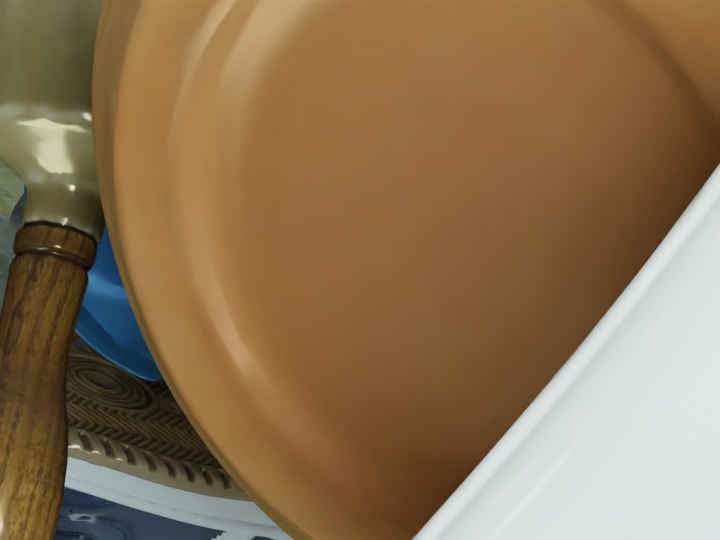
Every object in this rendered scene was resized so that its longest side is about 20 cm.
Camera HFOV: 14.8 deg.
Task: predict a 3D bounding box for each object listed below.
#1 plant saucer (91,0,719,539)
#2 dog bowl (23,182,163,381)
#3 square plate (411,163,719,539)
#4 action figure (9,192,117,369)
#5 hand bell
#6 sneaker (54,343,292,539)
[{"bbox_3d":[0.025,-0.011,0.537,0.199,0.201,0.037,24,-150,23],"label":"plant saucer"},{"bbox_3d":[0.000,0.000,0.803,0.199,0.112,0.050,29,-176,4],"label":"dog bowl"},{"bbox_3d":[0.122,0.037,0.490,0.197,0.200,0.028,29,-159,-21],"label":"square plate"},{"bbox_3d":[-0.092,-0.001,0.910,0.199,0.105,0.194,30,-153,-29],"label":"action figure"},{"bbox_3d":[-0.078,0.002,0.705,0.103,0.201,0.104,9,165,3],"label":"hand bell"},{"bbox_3d":[-0.054,0.093,0.815,0.199,0.109,0.070,16,-159,-30],"label":"sneaker"}]
